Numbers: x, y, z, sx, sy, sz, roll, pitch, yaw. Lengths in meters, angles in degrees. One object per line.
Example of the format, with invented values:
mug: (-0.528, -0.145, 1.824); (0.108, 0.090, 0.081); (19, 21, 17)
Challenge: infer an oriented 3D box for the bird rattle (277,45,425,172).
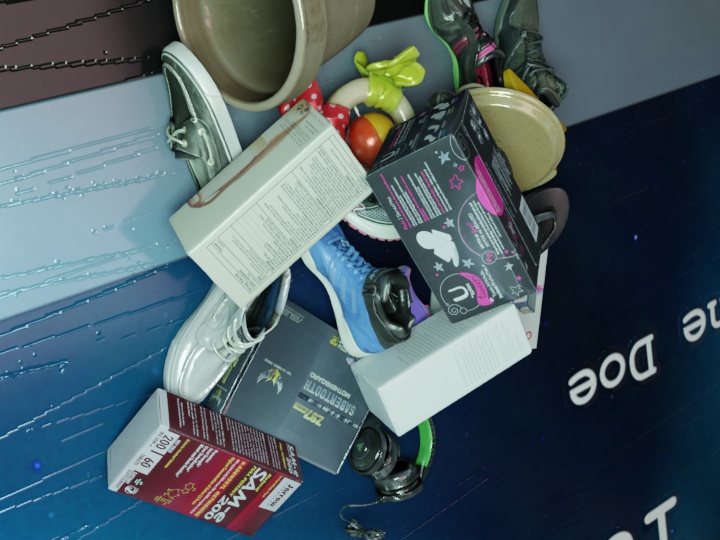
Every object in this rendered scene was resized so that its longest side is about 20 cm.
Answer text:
bird rattle: (0.000, -0.174, 1.045); (0.199, 0.112, 0.165); (-35, 101, -27)

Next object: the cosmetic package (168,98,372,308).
cosmetic package: (-0.095, -0.073, 0.958); (0.199, 0.087, 0.104); (-41, 130, -2)

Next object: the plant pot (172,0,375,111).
plant pot: (-0.076, -0.290, 0.955); (0.173, 0.198, 0.204); (-29, 113, -41)

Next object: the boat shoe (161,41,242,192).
boat shoe: (-0.176, -0.145, 0.971); (0.063, 0.070, 0.203); (-34, 117, -24)

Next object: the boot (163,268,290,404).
boot: (-0.151, 0.070, 1.007); (0.073, 0.095, 0.203); (31, 81, -33)

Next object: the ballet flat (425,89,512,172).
ballet flat: (0.134, -0.143, 1.100); (0.200, 0.065, 0.058); (42, 45, -43)

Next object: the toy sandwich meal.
toy sandwich meal: (0.179, -0.176, 1.157); (0.204, 0.203, 0.071); (38, 47, -31)

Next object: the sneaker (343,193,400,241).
sneaker: (0.062, -0.085, 1.102); (0.195, 0.081, 0.076); (7, 126, -11)

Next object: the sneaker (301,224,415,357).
sneaker: (0.001, 0.000, 1.063); (0.076, 0.110, 0.204); (-24, 94, -47)

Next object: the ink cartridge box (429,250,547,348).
ink cartridge box: (0.177, 0.004, 1.221); (0.143, 0.087, 0.205); (3, 98, -34)

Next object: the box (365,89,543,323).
box: (0.109, -0.070, 0.990); (0.202, 0.113, 0.133); (58, 28, -21)

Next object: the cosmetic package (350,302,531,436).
cosmetic package: (0.098, 0.109, 1.092); (0.198, 0.101, 0.072); (-29, 108, -13)

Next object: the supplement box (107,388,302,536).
supplement box: (-0.175, 0.223, 1.012); (0.198, 0.061, 0.109); (29, 113, -33)

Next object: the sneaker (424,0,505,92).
sneaker: (0.147, -0.297, 1.153); (0.076, 0.083, 0.202); (-38, 117, -23)

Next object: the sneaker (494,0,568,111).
sneaker: (0.232, -0.282, 1.196); (0.075, 0.113, 0.204); (5, 93, -35)

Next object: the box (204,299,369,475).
box: (-0.073, 0.141, 1.097); (0.199, 0.051, 0.160); (35, 79, -33)

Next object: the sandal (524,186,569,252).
sandal: (0.211, -0.037, 1.159); (0.199, 0.043, 0.077); (-39, 116, -24)

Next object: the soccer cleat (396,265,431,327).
soccer cleat: (0.077, 0.089, 1.182); (0.073, 0.068, 0.202); (-41, 115, -26)

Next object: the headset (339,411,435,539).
headset: (0.041, 0.261, 1.167); (0.124, 0.093, 0.201); (52, 59, -28)
